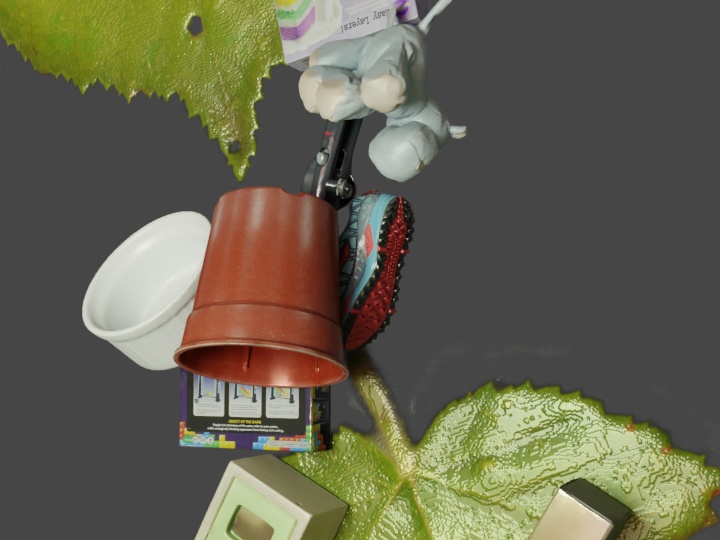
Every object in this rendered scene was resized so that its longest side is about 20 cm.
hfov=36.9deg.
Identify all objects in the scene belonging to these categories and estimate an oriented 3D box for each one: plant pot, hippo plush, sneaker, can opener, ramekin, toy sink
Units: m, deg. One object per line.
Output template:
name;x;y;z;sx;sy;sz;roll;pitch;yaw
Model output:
plant pot;-0.105;0.019;1.254;0.200;0.201;0.196;-4;69;25
hippo plush;0.030;-0.196;1.274;0.159;0.161;0.200;1;44;33
sneaker;0.000;0.000;1.327;0.095;0.079;0.200;20;91;43
can opener;-0.029;-0.162;1.344;0.079;0.063;0.200;18;95;26
ramekin;-0.244;0.030;1.372;0.200;0.098;0.201;-22;39;19
toy sink;-0.128;0.349;1.333;0.130;0.112;0.200;29;99;24

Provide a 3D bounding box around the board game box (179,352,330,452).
board game box;-0.136;0.145;1.381;0.200;0.057;0.166;-1;84;26

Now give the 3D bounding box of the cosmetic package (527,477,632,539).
cosmetic package;0.209;0.332;1.178;0.071;0.105;0.200;32;99;24

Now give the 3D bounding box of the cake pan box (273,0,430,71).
cake pan box;-0.016;-0.368;1.359;0.200;0.052;0.185;-13;83;24
